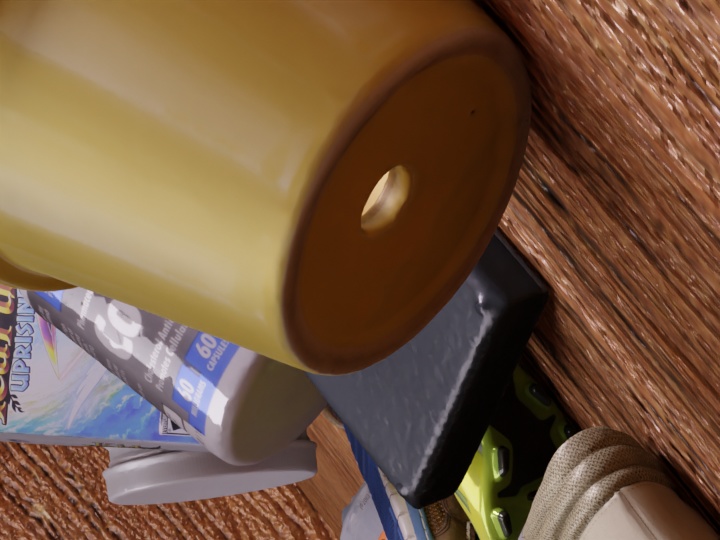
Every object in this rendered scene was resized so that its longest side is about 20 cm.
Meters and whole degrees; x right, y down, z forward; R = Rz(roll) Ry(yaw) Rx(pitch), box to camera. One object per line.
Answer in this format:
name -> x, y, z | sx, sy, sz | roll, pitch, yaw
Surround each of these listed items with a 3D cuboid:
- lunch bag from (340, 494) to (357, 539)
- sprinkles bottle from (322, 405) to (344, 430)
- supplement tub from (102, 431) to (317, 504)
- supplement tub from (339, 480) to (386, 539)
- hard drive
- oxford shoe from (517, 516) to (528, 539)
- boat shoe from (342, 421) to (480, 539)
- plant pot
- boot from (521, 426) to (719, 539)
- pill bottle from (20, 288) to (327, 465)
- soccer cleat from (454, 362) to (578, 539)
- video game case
lunch bag -> 0.049, 0.244, 1.454 | 0.200, 0.127, 0.170 | 46, -153, -27
sprinkles bottle -> 0.013, 0.063, 1.391 | 0.068, 0.068, 0.200 | 55, 173, -2
supplement tub -> -0.098, 0.028, 1.405 | 0.140, 0.140, 0.201 | 100, 162, -80
supplement tub -> 0.081, 0.183, 1.289 | 0.200, 0.122, 0.123 | 44, 167, 51
hard drive -> -0.005, -0.009, 1.082 | 0.200, 0.033, 0.140 | 51, 141, 28
oxford shoe -> 0.095, 0.186, 1.120 | 0.071, 0.071, 0.200 | 34, 125, 28
boat shoe -> 0.047, 0.119, 1.217 | 0.072, 0.072, 0.200 | 88, 164, -56
plant pot -> -0.053, -0.064, 0.828 | 0.189, 0.201, 0.201 | 32, 162, 29
boot -> 0.139, 0.163, 1.028 | 0.156, 0.073, 0.200 | 49, 169, 32
pill bottle -> -0.103, -0.001, 1.229 | 0.200, 0.114, 0.114 | 36, 166, 22
soccer cleat -> 0.049, 0.065, 1.160 | 0.084, 0.065, 0.201 | 2, 123, 60
video game case -> -0.147, -0.004, 1.324 | 0.045, 0.181, 0.201 | 36, -123, -75
